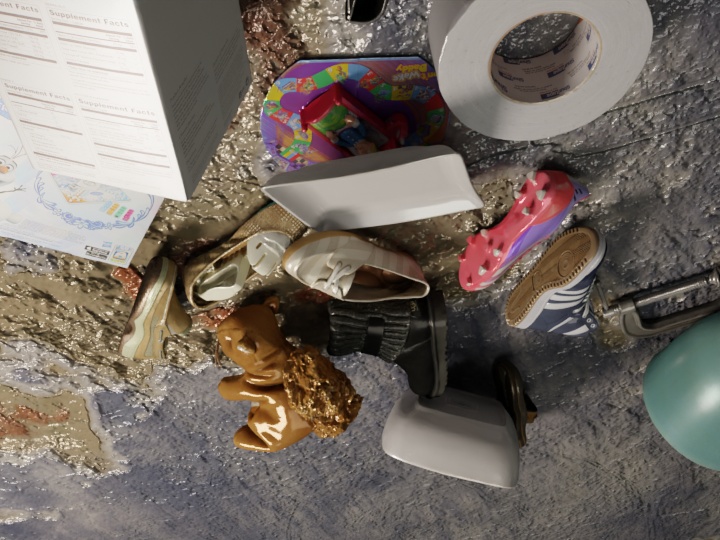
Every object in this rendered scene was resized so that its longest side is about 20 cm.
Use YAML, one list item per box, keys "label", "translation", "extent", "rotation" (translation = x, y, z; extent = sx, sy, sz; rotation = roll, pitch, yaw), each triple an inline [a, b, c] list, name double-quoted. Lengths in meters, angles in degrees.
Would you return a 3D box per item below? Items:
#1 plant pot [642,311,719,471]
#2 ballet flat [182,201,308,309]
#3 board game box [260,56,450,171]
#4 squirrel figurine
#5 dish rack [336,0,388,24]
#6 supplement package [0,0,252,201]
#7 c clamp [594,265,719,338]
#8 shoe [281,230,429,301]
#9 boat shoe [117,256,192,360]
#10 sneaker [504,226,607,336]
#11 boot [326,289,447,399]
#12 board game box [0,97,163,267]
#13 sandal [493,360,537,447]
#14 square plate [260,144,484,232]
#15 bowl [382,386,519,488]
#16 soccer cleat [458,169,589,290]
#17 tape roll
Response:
- label: "plant pot"
  translation: [0.511, 0.147, 1.239]
  extent: [0.197, 0.203, 0.162]
  rotation: [3, 144, -12]
- label: "ballet flat"
  translation: [-0.128, -0.012, 1.050]
  extent: [0.199, 0.066, 0.070]
  rotation: [-33, 135, 29]
- label: "board game box"
  translation: [-0.003, -0.141, 0.928]
  extent: [0.197, 0.039, 0.159]
  rotation: [-3, 142, -6]
- label: "squirrel figurine"
  translation: [-0.093, 0.127, 1.167]
  extent: [0.198, 0.142, 0.189]
  rotation: [8, 130, 31]
- label: "dish rack"
  translation: [-0.063, -0.285, 0.727]
  extent: [0.197, 0.055, 0.154]
  rotation: [4, 140, -13]
- label: "supplement package"
  translation: [-0.190, -0.189, 0.716]
  extent: [0.149, 0.153, 0.201]
  rotation: [12, 144, 12]
- label: "c clamp"
  translation: [0.425, 0.042, 1.240]
  extent: [0.197, 0.027, 0.171]
  rotation: [-16, 142, 9]
- label: "shoe"
  translation: [0.000, 0.000, 1.065]
  extent: [0.198, 0.054, 0.070]
  rotation: [8, 123, -37]
- label: "boat shoe"
  translation: [-0.238, 0.051, 1.106]
  extent: [0.075, 0.072, 0.200]
  rotation: [20, 147, -12]
- label: "sneaker"
  translation: [0.276, 0.019, 1.150]
  extent: [0.107, 0.071, 0.200]
  rotation: [14, 144, -18]
- label: "boot"
  translation: [0.033, 0.103, 1.212]
  extent: [0.155, 0.080, 0.213]
  rotation: [-8, 137, -3]
- label: "board game box"
  translation: [-0.300, -0.100, 0.929]
  extent: [0.198, 0.044, 0.199]
  rotation: [16, 137, -26]
- label: "sandal"
  translation: [0.239, 0.200, 1.388]
  extent: [0.054, 0.082, 0.201]
  rotation: [-25, 136, -12]
- label: "square plate"
  translation: [0.020, -0.085, 0.946]
  extent: [0.197, 0.029, 0.198]
  rotation: [-9, 167, 13]
- label: "bowl"
  translation: [0.135, 0.223, 1.300]
  extent: [0.197, 0.200, 0.076]
  rotation: [13, 99, 5]
- label: "soccer cleat"
  translation: [0.186, -0.039, 1.072]
  extent: [0.076, 0.067, 0.201]
  rotation: [9, 137, -27]
- label: "tape roll"
  translation: [0.164, -0.215, 0.842]
  extent: [0.197, 0.067, 0.201]
  rotation: [-5, 142, -4]
